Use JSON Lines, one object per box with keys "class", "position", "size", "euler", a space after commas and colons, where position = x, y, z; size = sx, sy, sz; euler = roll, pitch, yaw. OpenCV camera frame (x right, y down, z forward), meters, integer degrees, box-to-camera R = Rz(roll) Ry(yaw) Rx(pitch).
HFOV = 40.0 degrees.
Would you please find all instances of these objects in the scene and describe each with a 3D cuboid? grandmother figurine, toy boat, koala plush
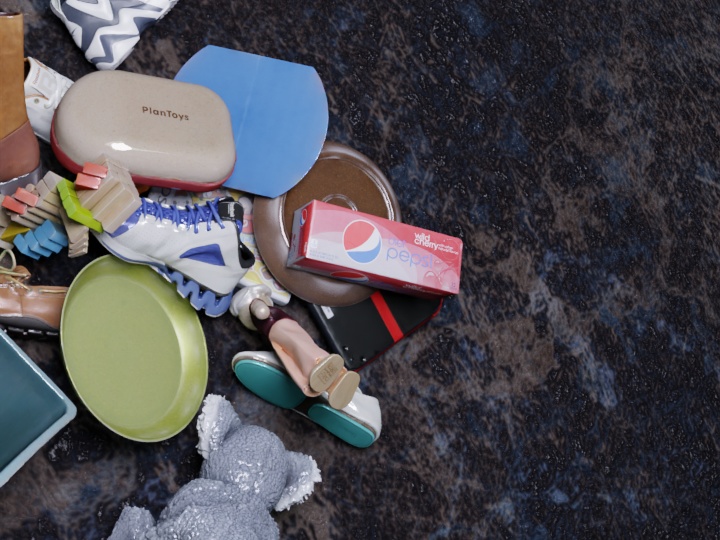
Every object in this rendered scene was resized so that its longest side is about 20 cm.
{"class": "grandmother figurine", "position": [-0.084, 0.071, 1.083], "size": [0.060, 0.199, 0.122], "euler": [-41, 132, -13]}
{"class": "toy boat", "position": [-0.242, -0.133, 1.089], "size": [0.197, 0.131, 0.132], "euler": [6, 55, -27]}
{"class": "koala plush", "position": [-0.133, 0.244, 1.023], "size": [0.176, 0.184, 0.201], "euler": [36, 52, -11]}

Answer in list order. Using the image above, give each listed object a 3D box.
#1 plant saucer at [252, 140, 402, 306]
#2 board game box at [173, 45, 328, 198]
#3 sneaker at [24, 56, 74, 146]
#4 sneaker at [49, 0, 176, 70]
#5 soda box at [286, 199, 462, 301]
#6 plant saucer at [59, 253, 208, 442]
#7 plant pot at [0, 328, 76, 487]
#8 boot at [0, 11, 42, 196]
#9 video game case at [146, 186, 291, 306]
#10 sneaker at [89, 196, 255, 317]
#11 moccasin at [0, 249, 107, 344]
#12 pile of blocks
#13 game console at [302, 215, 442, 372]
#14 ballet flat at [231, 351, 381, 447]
{"class": "plant saucer", "position": [-0.031, -0.060, 1.175], "size": [0.197, 0.032, 0.204], "euler": [5, 77, -25]}
{"class": "board game box", "position": [-0.133, -0.170, 1.161], "size": [0.196, 0.039, 0.161], "euler": [13, 83, 9]}
{"class": "sneaker", "position": [-0.339, -0.184, 1.092], "size": [0.197, 0.085, 0.074], "euler": [14, 68, -22]}
{"class": "sneaker", "position": [-0.283, -0.343, 1.164], "size": [0.129, 0.079, 0.200], "euler": [43, 73, -17]}
{"class": "soda box", "position": [0.019, -0.020, 1.139], "size": [0.197, 0.063, 0.071], "euler": [13, 75, -23]}
{"class": "plant saucer", "position": [-0.243, 0.083, 1.047], "size": [0.199, 0.031, 0.203], "euler": [30, 51, -45]}
{"class": "plant pot", "position": [-0.418, 0.151, 0.890], "size": [0.200, 0.196, 0.197], "euler": [-42, 95, 11]}
{"class": "boot", "position": [-0.415, -0.150, 0.990], "size": [0.186, 0.068, 0.203], "euler": [-17, 125, -28]}
{"class": "video game case", "position": [-0.149, -0.079, 1.181], "size": [0.198, 0.023, 0.185], "euler": [24, 67, -16]}
{"class": "sneaker", "position": [-0.189, -0.047, 1.071], "size": [0.199, 0.115, 0.081], "euler": [37, 20, -29]}
{"class": "moccasin", "position": [-0.360, 0.026, 1.026], "size": [0.198, 0.074, 0.079], "euler": [10, 68, -22]}
{"class": "pile of blocks", "position": [-0.314, -0.057, 0.991], "size": [0.062, 0.197, 0.083], "euler": [31, 47, -54]}
{"class": "game console", "position": [0.000, 0.000, 1.212], "size": [0.176, 0.031, 0.202], "euler": [-32, 95, -27]}
{"class": "ballet flat", "position": [-0.059, 0.134, 1.143], "size": [0.198, 0.069, 0.070], "euler": [32, 65, -17]}
